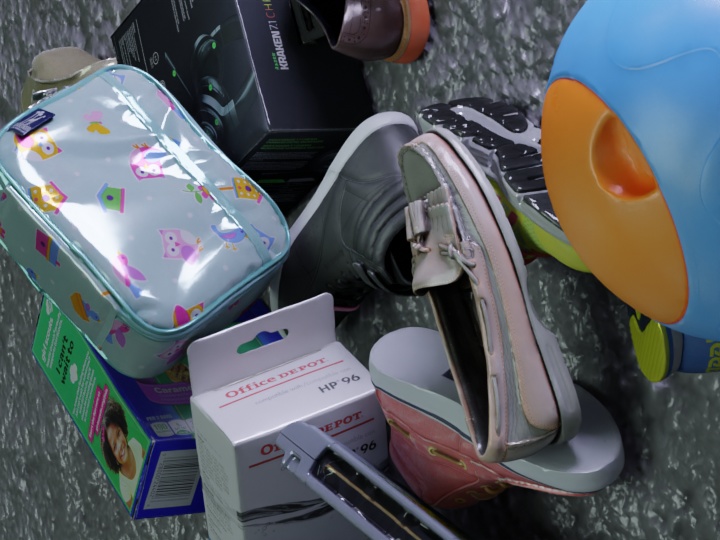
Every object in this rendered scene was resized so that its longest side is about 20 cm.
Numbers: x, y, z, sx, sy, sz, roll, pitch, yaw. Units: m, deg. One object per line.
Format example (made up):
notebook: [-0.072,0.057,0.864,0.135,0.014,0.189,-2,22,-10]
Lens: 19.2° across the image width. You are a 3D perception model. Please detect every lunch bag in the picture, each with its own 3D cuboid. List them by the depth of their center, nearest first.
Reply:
lunch bag: [-0.153,-0.042,1.437,0.200,0.160,0.077,48,145,9]

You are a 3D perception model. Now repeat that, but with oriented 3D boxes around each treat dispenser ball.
treat dispenser ball: [0.185,-0.065,1.017,0.201,0.200,0.202,10,102,57]

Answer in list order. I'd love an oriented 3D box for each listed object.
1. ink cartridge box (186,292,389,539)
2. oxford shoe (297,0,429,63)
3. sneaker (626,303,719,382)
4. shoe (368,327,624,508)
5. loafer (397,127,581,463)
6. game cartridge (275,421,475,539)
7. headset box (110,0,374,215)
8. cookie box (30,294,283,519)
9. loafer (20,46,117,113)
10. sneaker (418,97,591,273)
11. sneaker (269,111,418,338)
ink cartridge box: [-0.045,0.128,1.437,0.068,0.116,0.201,42,145,48]
oxford shoe: [-0.021,-0.225,1.446,0.200,0.072,0.071,64,142,32]
sneaker: [0.183,-0.030,1.157,0.074,0.082,0.201,87,180,-60]
shoe: [0.087,0.110,1.327,0.200,0.071,0.091,25,138,41]
loafer: [0.062,0.015,1.239,0.201,0.063,0.072,66,158,7]
game cartridge: [0.043,0.171,1.336,0.041,0.133,0.200,-51,49,-4]
headset box: [-0.086,-0.141,1.541,0.200,0.092,0.175,-41,59,51]
cookie box: [-0.126,0.085,1.559,0.200,0.171,0.075,49,130,43]
loafer: [-0.245,-0.157,1.809,0.200,0.075,0.069,-12,89,58]
sneaker: [0.102,-0.034,1.284,0.200,0.078,0.091,-138,44,-55]
sneaker: [0.000,0.000,1.440,0.200,0.070,0.099,-62,39,34]
